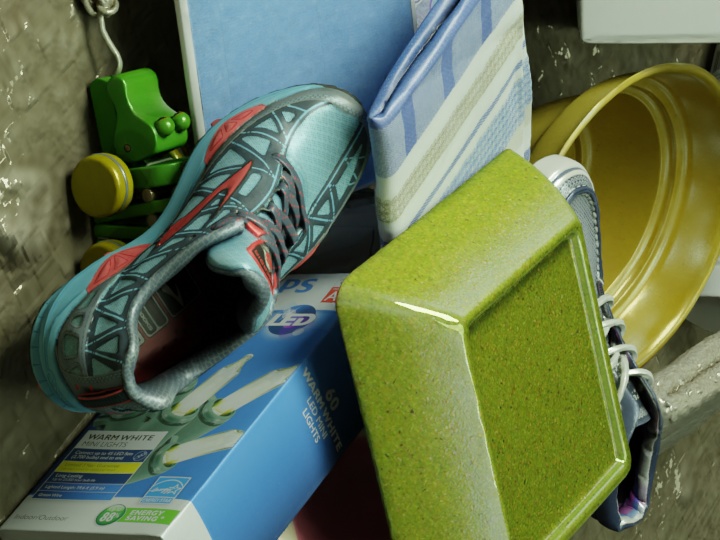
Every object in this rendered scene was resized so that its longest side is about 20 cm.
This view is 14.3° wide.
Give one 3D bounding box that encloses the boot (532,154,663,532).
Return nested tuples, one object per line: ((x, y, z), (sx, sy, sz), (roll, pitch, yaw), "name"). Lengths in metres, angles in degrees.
((0.124, 0.040, 1.539), (0.073, 0.090, 0.200), (-28, 131, -39), "boot")

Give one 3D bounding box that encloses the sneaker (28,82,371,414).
((-0.054, -0.003, 1.303), (0.200, 0.096, 0.079), (-48, 118, -17), "sneaker")

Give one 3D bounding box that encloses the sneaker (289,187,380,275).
((0.000, 0.000, 1.495), (0.200, 0.075, 0.087), (8, 90, -55), "sneaker")

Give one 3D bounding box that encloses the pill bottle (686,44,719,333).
((0.264, -0.060, 1.844), (0.109, 0.109, 0.200), (37, 63, -51), "pill bottle")

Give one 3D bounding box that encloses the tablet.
((-0.030, -0.124, 1.380), (0.130, 0.014, 0.200), (-20, 118, -26), "tablet")

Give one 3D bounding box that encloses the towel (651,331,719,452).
((0.183, 0.080, 1.711), (0.034, 0.133, 0.200), (51, 36, 10), "towel")

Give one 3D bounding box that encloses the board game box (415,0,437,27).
((0.005, -0.176, 1.408), (0.200, 0.026, 0.200), (-50, 126, -9), "board game box")

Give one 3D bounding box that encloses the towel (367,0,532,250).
((0.043, -0.063, 1.421), (0.147, 0.024, 0.200), (-57, 158, -29), "towel")

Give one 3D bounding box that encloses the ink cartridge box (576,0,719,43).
((0.193, -0.207, 1.632), (0.200, 0.145, 0.147), (-68, 156, -81), "ink cartridge box")

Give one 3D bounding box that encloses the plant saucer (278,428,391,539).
((0.003, 0.149, 1.431), (0.201, 0.051, 0.201), (27, 40, -25), "plant saucer")

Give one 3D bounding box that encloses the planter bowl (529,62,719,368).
((0.124, -0.036, 1.640), (0.200, 0.083, 0.200), (-27, 130, -38), "planter bowl")

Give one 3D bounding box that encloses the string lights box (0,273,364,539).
((-0.070, 0.083, 1.365), (0.200, 0.103, 0.059), (-52, 128, -41), "string lights box")

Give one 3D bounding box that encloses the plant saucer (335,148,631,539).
((0.073, 0.063, 1.411), (0.200, 0.048, 0.200), (-39, 120, -53), "plant saucer")

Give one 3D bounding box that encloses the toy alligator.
((-0.099, -0.051, 1.358), (0.059, 0.054, 0.200), (-19, 108, -54), "toy alligator")
